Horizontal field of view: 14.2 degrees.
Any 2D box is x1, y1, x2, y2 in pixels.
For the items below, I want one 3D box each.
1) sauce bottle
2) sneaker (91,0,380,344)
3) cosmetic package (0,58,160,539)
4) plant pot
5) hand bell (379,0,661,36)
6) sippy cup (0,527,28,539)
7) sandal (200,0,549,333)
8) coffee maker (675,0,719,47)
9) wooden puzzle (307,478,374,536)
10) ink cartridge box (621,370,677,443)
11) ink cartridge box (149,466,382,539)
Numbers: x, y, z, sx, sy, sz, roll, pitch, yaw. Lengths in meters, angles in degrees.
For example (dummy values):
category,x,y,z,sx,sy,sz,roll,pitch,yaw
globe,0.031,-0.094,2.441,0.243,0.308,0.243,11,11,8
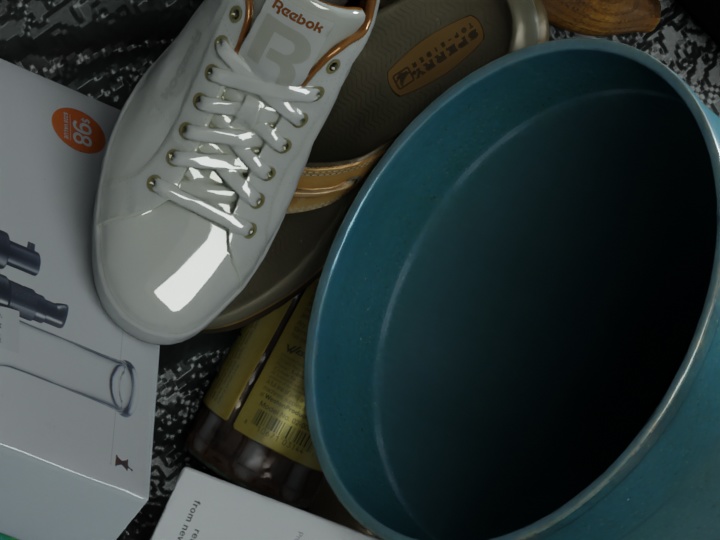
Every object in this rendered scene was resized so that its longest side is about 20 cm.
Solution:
category,x,y,z,sx,sy,sz,roll,pitch,yaw
sauce bottle,0.000,0.000,1.194,0.065,0.065,0.201,29,94,-20
sneaker,-0.045,-0.069,1.067,0.073,0.085,0.201,23,84,-6
cosmetic package,-0.150,0.000,1.093,0.150,0.201,0.052,24,130,-22
plant pot,0.113,0.040,1.105,0.188,0.200,0.201,28,84,-41
hand bell,0.048,-0.129,1.215,0.199,0.104,0.105,11,90,-32
sippy cup,-0.191,0.138,1.111,0.140,0.130,0.178,-46,108,-10
sandal,-0.015,-0.054,1.142,0.200,0.054,0.081,-37,71,16
coffee maker,0.165,-0.150,1.224,0.200,0.135,0.192,41,82,-20
wooden puzzle,0.085,0.057,1.263,0.199,0.037,0.186,13,90,-17
ink cartridge box,0.202,0.079,1.256,0.200,0.050,0.161,-42,104,-7
ink cartridge box,0.016,0.165,1.116,0.199,0.145,0.084,19,71,15
